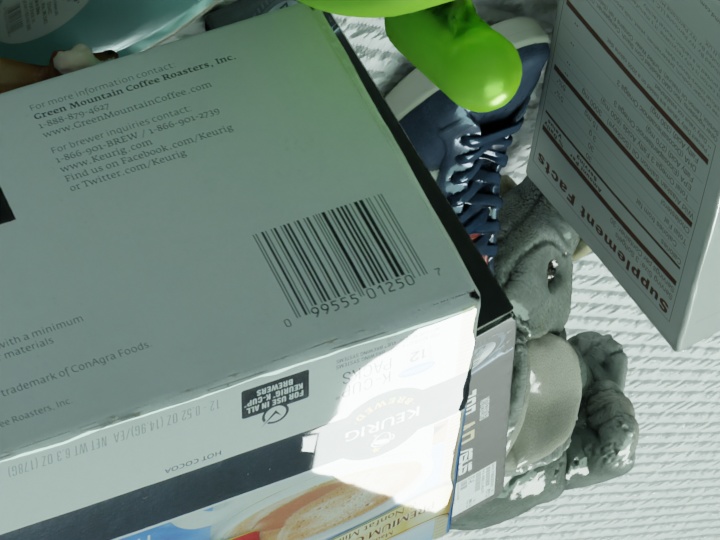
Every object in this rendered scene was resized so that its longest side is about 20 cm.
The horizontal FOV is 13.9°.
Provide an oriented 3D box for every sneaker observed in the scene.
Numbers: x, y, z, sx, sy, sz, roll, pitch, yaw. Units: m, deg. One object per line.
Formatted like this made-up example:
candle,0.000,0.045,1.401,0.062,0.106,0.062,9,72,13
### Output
sneaker,0.037,-0.022,1.257,0.075,0.085,0.200,-17,154,-38

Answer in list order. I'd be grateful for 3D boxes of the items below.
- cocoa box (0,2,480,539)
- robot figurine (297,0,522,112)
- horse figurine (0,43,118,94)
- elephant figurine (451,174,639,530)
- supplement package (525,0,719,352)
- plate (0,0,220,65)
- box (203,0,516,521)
cocoa box,-0.081,0.030,0.910,0.199,0.134,0.132,-18,145,-17
robot figurine,0.027,-0.143,0.904,0.200,0.115,0.177,-21,124,-53
horse figurine,-0.179,-0.039,0.916,0.199,0.050,0.132,-30,161,14
elephant figurine,0.055,0.027,1.368,0.140,0.156,0.200,-3,151,9
supplement package,0.156,-0.085,1.208,0.116,0.117,0.201,-27,150,-22
plate,-0.080,-0.111,0.960,0.199,0.026,0.200,-30,160,-12
box,0.000,0.000,1.139,0.043,0.161,0.200,-27,158,-10
